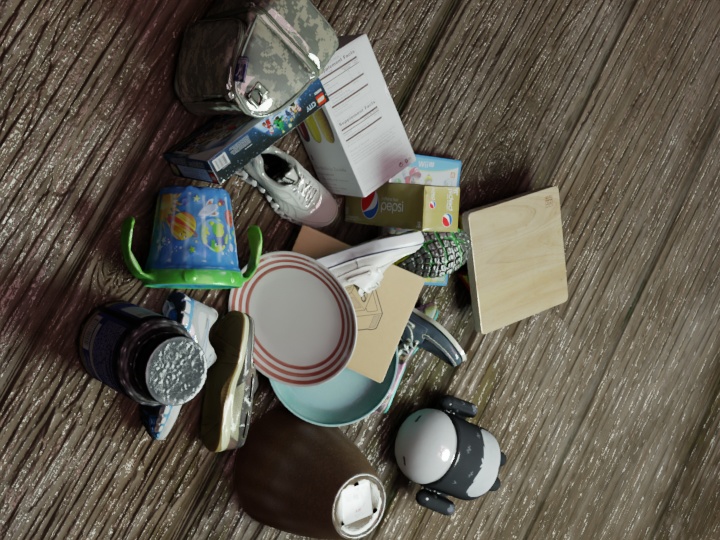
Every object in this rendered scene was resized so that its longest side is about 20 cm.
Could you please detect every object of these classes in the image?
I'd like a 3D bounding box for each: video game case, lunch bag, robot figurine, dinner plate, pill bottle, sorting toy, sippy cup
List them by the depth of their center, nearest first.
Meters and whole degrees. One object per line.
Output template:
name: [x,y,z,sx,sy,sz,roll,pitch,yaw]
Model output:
pill bottle: [-0.277,0.108,1.417,0.110,0.199,0.114,-6,102,-34]
lunch bag: [-0.146,-0.275,1.448,0.139,0.199,0.169,42,73,-31]
sippy cup: [-0.223,-0.044,1.482,0.177,0.137,0.133,8,81,-70]
dinner plate: [-0.094,0.067,1.562,0.024,0.197,0.204,-39,123,-61]
video game case: [0.090,-0.080,1.757,0.141,0.018,0.204,3,96,-35]
robot figurine: [0.145,0.298,1.796,0.198,0.152,0.125,26,125,-36]
sorting toy: [0.243,-0.023,1.842,0.198,0.069,0.202,-18,108,-32]

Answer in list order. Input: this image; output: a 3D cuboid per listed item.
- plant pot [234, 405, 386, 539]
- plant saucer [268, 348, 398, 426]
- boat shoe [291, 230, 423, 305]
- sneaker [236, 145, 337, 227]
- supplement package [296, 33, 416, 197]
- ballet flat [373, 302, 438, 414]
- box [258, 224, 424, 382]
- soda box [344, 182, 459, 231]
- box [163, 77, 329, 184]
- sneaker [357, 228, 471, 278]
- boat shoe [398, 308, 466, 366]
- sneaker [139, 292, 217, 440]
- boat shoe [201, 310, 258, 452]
plant pot: [-0.057,0.309,1.606,0.185,0.199,0.190,-6,101,-33]
plant saucer: [-0.043,0.129,1.644,0.196,0.036,0.204,1,81,-7]
boat shoe: [0.000,0.000,1.572,0.197,0.071,0.071,-18,93,0]
sneaker: [-0.100,-0.121,1.579,0.199,0.081,0.076,35,76,-35]
supplement package: [-0.024,-0.223,1.595,0.109,0.113,0.202,-36,115,-26]
ballet flat: [0.051,0.125,1.741,0.071,0.069,0.202,32,79,-14]
box: [-0.027,0.047,1.617,0.197,0.021,0.166,24,90,-3]
soda box: [0.058,-0.095,1.619,0.067,0.199,0.065,-1,96,-34]
box: [-0.153,-0.192,1.493,0.199,0.136,0.038,-40,118,-23]
sneaker: [0.070,-0.032,1.671,0.196,0.085,0.079,-7,107,0]
boat shoe: [0.070,0.086,1.681,0.199,0.075,0.062,39,69,10]
sneaker: [-0.241,0.138,1.529,0.086,0.074,0.203,17,88,-41]
boat shoe: [-0.179,0.157,1.580,0.064,0.073,0.203,7,99,-44]
